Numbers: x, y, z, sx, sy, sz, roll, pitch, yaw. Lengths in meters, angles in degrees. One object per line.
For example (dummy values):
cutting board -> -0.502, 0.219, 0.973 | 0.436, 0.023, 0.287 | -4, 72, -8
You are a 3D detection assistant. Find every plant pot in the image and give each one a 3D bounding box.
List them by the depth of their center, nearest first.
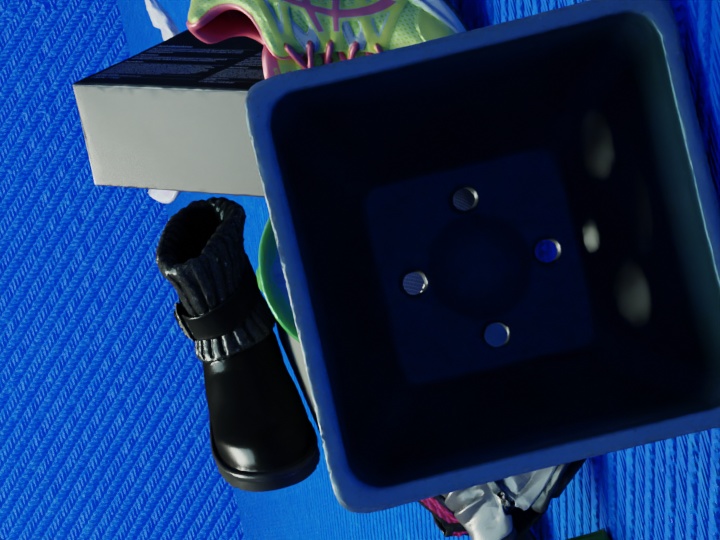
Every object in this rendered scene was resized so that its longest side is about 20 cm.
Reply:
plant pot -> 0.061, -0.006, 1.167 | 0.200, 0.195, 0.197 | 120, 136, -88

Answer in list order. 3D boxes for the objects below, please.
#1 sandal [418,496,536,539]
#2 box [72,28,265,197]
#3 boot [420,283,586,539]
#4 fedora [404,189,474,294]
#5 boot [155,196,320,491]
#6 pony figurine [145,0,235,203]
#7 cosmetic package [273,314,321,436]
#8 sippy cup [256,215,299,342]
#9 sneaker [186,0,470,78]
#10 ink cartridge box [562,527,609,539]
sandal -> 0.047, 0.140, 1.644 | 0.200, 0.045, 0.075 | 38, 168, 34
box -> -0.065, -0.107, 1.600 | 0.199, 0.141, 0.079 | 6, 117, 37
boot -> 0.089, 0.062, 1.425 | 0.132, 0.070, 0.201 | 41, 125, 22
fedora -> 0.034, 0.027, 1.544 | 0.177, 0.090, 0.201 | -177, 77, -67
boot -> -0.096, 0.055, 1.838 | 0.211, 0.079, 0.158 | -116, 12, -56
pony figurine -> -0.109, -0.125, 1.913 | 0.193, 0.199, 0.167 | -127, 33, -67
cosmetic package -> 0.001, 0.061, 1.833 | 0.200, 0.103, 0.088 | -114, 12, -54
sippy cup -> 0.000, 0.000, 1.710 | 0.130, 0.139, 0.179 | 69, -164, -83
sneaker -> -0.018, -0.142, 1.478 | 0.199, 0.091, 0.078 | 23, 163, 23
ink cartridge box -> 0.134, 0.278, 1.435 | 0.148, 0.075, 0.201 | 95, 159, -59
